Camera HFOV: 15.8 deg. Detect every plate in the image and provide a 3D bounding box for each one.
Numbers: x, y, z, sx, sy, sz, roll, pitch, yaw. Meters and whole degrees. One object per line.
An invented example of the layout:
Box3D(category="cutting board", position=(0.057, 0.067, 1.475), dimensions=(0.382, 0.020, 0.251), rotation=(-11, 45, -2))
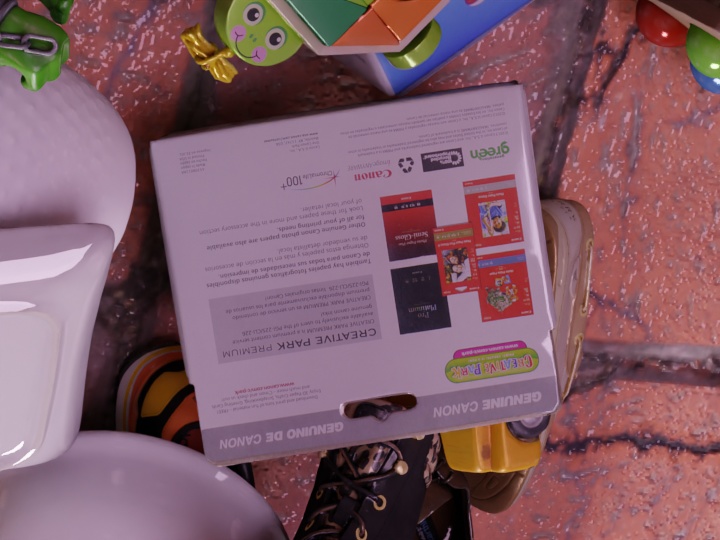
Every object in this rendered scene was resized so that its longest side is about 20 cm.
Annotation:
Box3D(category="plate", position=(-0.224, 0.053, 1.272), dimensions=(0.198, 0.033, 0.201), rotation=(-4, 145, -17))

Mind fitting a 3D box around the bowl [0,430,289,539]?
Box3D(category="bowl", position=(-0.136, 0.191, 1.417), dimensions=(0.199, 0.091, 0.202), rotation=(2, 129, 3))

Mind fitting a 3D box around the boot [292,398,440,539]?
Box3D(category="boot", position=(-0.013, 0.141, 1.389), dimensions=(0.200, 0.073, 0.152), rotation=(46, 57, -65))

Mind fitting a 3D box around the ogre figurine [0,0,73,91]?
Box3D(category="ogre figurine", position=(-0.194, -0.180, 1.239), dimensions=(0.119, 0.098, 0.202), rotation=(5, 77, -13))

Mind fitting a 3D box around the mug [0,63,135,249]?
Box3D(category="mug", position=(-0.216, -0.030, 1.296), dimensions=(0.174, 0.148, 0.201), rotation=(11, 107, -35))

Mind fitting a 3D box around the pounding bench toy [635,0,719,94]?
Box3D(category="pounding bench toy", position=(0.259, -0.160, 1.465), dimensions=(0.124, 0.200, 0.156), rotation=(34, 93, -36))

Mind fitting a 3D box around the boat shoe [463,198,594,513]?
Box3D(category="boat shoe", position=(0.103, 0.050, 1.554), dimensions=(0.069, 0.073, 0.201), rotation=(-19, 129, -48))

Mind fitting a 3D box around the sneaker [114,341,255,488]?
Box3D(category="sneaker", position=(-0.095, 0.146, 1.475), dimensions=(0.069, 0.090, 0.202), rotation=(-15, 118, -23))

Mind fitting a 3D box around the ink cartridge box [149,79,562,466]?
Box3D(category="ink cartridge box", position=(0.000, 0.000, 1.389), dimensions=(0.198, 0.084, 0.177), rotation=(-8, 95, 2))

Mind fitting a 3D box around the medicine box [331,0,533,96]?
Box3D(category="medicine box", position=(0.028, -0.230, 1.365), dimensions=(0.182, 0.103, 0.201), rotation=(-36, 125, -10))

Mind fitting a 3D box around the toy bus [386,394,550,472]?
Box3D(category="toy bus", position=(0.054, 0.014, 1.473), dimensions=(0.078, 0.065, 0.202), rotation=(-6, 93, -29))

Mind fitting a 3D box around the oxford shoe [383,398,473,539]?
Box3D(category="oxford shoe", position=(0.026, 0.102, 1.528), dimensions=(0.072, 0.084, 0.201), rotation=(-33, 122, -10))

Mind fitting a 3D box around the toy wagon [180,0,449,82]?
Box3D(category="toy wagon", position=(-0.004, -0.167, 1.289), dimensions=(0.200, 0.040, 0.155), rotation=(-46, 125, -3))
